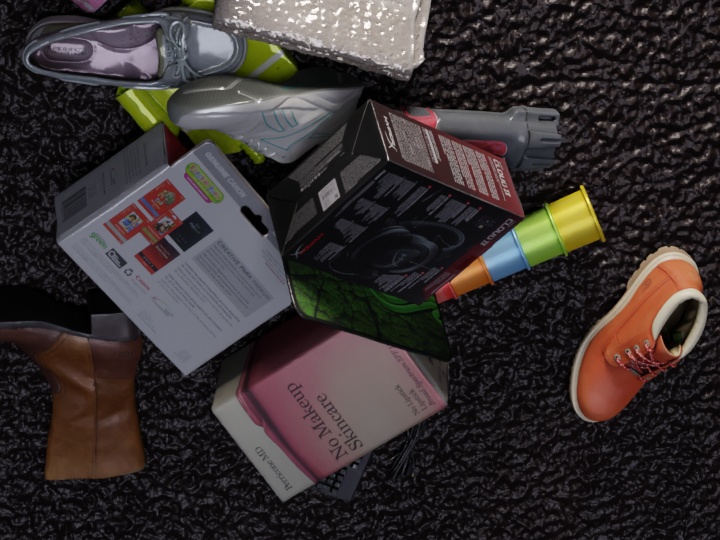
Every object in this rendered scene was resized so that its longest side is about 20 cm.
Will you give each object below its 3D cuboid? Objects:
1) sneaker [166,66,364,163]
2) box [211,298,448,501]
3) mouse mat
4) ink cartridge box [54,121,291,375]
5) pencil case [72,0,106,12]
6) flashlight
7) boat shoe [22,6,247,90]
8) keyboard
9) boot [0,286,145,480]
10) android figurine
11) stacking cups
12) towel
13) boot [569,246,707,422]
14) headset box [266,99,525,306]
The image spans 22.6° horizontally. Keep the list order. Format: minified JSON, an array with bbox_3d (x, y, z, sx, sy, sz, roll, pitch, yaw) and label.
[{"bbox_3d":[-0.085,-0.134,1.632,0.199,0.070,0.081,-6,120,-34],"label":"sneaker"},{"bbox_3d":[-0.028,0.110,1.759,0.199,0.109,0.128,-32,109,15],"label":"box"},{"bbox_3d":[0.000,0.000,1.680,0.199,0.162,0.008,20,133,-40],"label":"mouse mat"},{"bbox_3d":[-0.158,-0.030,1.693,0.175,0.084,0.200,-32,124,11],"label":"ink cartridge box"},{"bbox_3d":[-0.287,-0.314,1.585,0.199,0.086,0.083,37,69,-19],"label":"pencil case"},{"bbox_3d":[0.091,-0.119,1.696,0.198,0.068,0.069,2,78,-27],"label":"flashlight"},{"bbox_3d":[-0.201,-0.195,1.613,0.200,0.065,0.075,2,110,-6],"label":"boat shoe"},{"bbox_3d":[0.017,0.150,1.847,0.126,0.021,0.201,18,110,-13],"label":"keyboard"},{"bbox_3d":[-0.307,0.115,1.785,0.186,0.069,0.202,-3,121,-13],"label":"boot"},{"bbox_3d":[-0.136,-0.189,1.676,0.181,0.041,0.200,-35,110,8],"label":"android figurine"},{"bbox_3d":[0.139,-0.018,1.777,0.198,0.061,0.061,-23,114,9],"label":"stacking cups"},{"bbox_3d":[-0.030,-0.255,1.625,0.198,0.034,0.134,13,73,-13],"label":"towel"},{"bbox_3d":[0.278,0.081,1.802,0.075,0.107,0.201,23,110,-17],"label":"boot"},{"bbox_3d":[0.039,-0.055,1.636,0.199,0.078,0.149,18,134,-40],"label":"headset box"}]
